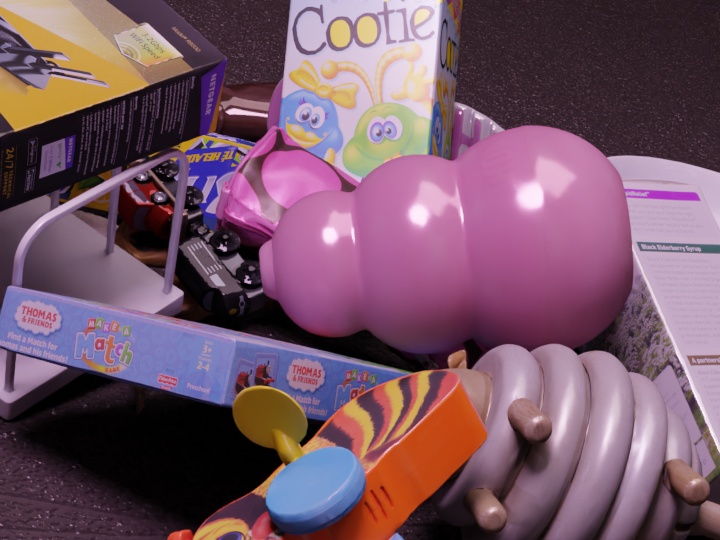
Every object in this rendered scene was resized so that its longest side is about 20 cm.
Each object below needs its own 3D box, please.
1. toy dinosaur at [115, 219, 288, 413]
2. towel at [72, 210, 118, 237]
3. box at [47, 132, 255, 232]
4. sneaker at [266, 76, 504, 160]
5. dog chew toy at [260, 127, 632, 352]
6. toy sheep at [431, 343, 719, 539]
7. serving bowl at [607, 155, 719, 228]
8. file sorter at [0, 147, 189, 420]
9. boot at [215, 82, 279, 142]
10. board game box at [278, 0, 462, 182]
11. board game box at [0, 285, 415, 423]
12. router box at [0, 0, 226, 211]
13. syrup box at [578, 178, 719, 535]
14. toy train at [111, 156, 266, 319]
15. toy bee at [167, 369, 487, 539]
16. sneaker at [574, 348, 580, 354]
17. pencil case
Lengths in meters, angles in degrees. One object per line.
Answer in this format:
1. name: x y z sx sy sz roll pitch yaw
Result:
1. toy dinosaur: -0.106 0.013 1.167 0.106 0.061 0.200 27 24 24
2. towel: -0.246 -0.023 1.195 0.198 0.035 0.133 14 22 -5
3. box: -0.150 -0.070 1.293 0.199 0.065 0.070 11 7 -28
4. sneaker: 0.036 -0.091 1.391 0.199 0.081 0.088 22 10 16
5. dog chew toy: 0.045 -0.011 1.068 0.198 0.126 0.125 -5 22 1
6. toy sheep: 0.109 0.104 1.001 0.199 0.138 0.138 26 18 -13
7. serving bowl: 0.260 -0.019 1.496 0.198 0.066 0.200 14 20 -5
8. file sorter: -0.209 -0.045 1.076 0.199 0.125 0.139 34 43 23
9. boot: -0.093 -0.112 1.468 0.198 0.065 0.187 7 20 -12
10. board game box: 0.007 -0.107 1.292 0.102 0.202 0.105 3 -9 10
11. board game box: -0.065 0.050 1.011 0.150 0.037 0.199 11 -1 34
12. router box: -0.192 -0.124 1.033 0.157 0.052 0.200 -25 53 -36
13. syrup box: 0.185 0.048 1.141 0.081 0.079 0.201 2 53 -30
14. toy train: -0.125 -0.042 1.171 0.046 0.034 0.200 -24 57 -28
15. toy bee: -0.036 0.114 0.899 0.108 0.132 0.199 1 18 44
16. sneaker: 0.135 0.040 1.251 0.082 0.072 0.200 13 21 -4
17. pencil case: 0.000 0.000 1.176 0.199 0.091 0.094 35 41 9
